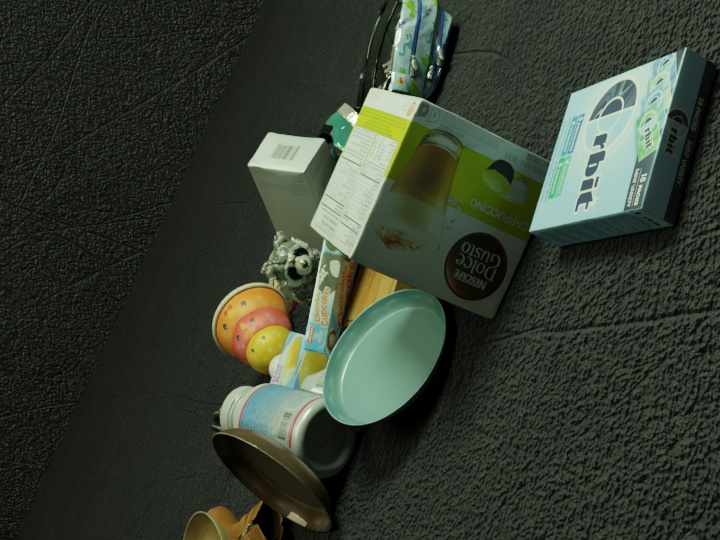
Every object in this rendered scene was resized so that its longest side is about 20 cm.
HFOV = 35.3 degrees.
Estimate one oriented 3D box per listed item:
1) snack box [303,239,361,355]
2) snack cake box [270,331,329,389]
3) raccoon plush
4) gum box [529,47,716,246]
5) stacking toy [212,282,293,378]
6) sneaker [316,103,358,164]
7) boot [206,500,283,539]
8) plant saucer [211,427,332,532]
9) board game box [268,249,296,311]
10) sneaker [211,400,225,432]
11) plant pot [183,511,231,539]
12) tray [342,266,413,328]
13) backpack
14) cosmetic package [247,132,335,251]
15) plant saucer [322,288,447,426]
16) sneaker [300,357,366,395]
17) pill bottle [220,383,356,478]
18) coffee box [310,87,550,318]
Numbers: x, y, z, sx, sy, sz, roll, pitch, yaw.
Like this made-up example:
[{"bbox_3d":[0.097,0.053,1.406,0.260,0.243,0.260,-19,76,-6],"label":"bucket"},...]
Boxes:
[{"bbox_3d":[-0.027,0.022,1.632,0.116,0.037,0.203,20,-100,-68],"label":"snack box"},{"bbox_3d":[-0.100,0.201,1.727,0.115,0.067,0.202,5,73,69],"label":"snack cake box"},{"bbox_3d":[-0.112,0.014,1.798,0.200,0.133,0.098,-38,35,55],"label":"raccoon plush"},{"bbox_3d":[0.264,-0.120,1.161,0.200,0.044,0.172,-10,59,66],"label":"gum box"},{"bbox_3d":[-0.154,0.124,1.915,0.147,0.145,0.200,-62,38,13],"label":"stacking toy"},{"bbox_3d":[0.005,-0.178,1.769,0.080,0.071,0.200,-43,51,1],"label":"sneaker"},{"bbox_3d":[-0.174,0.388,1.681,0.156,0.076,0.201,-64,24,27],"label":"boot"},{"bbox_3d":[-0.112,0.273,1.511,0.032,0.200,0.200,-51,12,-25],"label":"plant saucer"},{"bbox_3d":[-0.103,-0.044,2.035,0.201,0.046,0.152,-55,23,31],"label":"board game box"},{"bbox_3d":[-0.192,0.245,1.888,0.200,0.086,0.081,-42,32,48],"label":"sneaker"},{"bbox_3d":[-0.216,0.454,1.652,0.199,0.027,0.203,-3,87,61],"label":"plant pot"},{"bbox_3d":[0.041,-0.011,1.605,0.098,0.037,0.202,-7,61,52],"label":"tray"},{"bbox_3d":[0.068,-0.345,1.807,0.163,0.152,0.203,175,93,-75],"label":"backpack"},{"bbox_3d":[-0.089,-0.115,1.811,0.112,0.201,0.082,11,52,27],"label":"cosmetic package"},{"bbox_3d":[0.035,0.115,1.445,0.199,0.027,0.202,-29,38,25],"label":"plant saucer"},{"bbox_3d":[-0.015,0.151,1.572,0.199,0.070,0.081,-12,51,58],"label":"sneaker"},{"bbox_3d":[-0.106,0.217,1.575,0.199,0.108,0.110,7,73,48],"label":"pill bottle"},{"bbox_3d":[0.083,-0.084,1.365,0.200,0.198,0.200,-66,20,5],"label":"coffee box"}]
